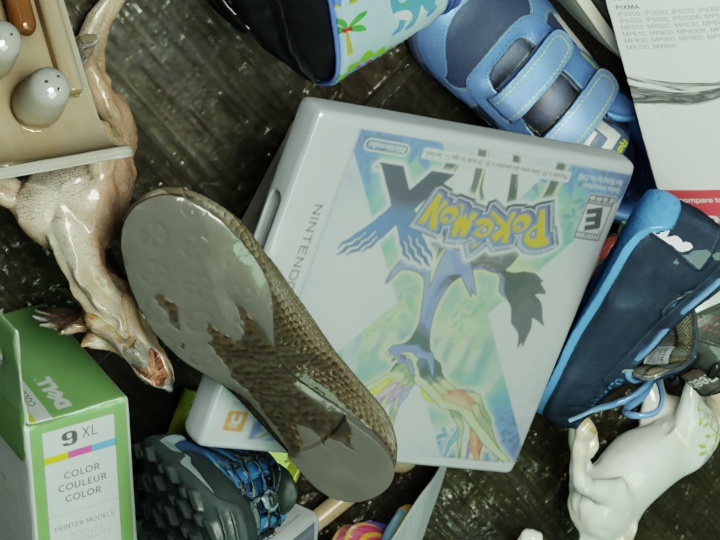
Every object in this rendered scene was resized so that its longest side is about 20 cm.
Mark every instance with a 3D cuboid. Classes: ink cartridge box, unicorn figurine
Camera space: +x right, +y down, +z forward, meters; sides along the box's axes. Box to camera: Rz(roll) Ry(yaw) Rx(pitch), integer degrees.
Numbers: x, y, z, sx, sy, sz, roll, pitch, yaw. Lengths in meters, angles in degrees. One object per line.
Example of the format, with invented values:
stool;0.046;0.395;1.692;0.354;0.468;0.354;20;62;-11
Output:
ink cartridge box;-0.161;0.086;1.399;0.059;0.104;0.201;-17;124;-24
unicorn figurine;0.151;0.116;1.635;0.199;0.074;0.138;-29;124;-11
ink cartridge box;0.198;-0.132;1.467;0.147;0.082;0.201;-67;147;-42

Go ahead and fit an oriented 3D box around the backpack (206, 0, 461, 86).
backpack;-0.023;-0.197;1.270;0.147;0.183;0.201;-33;141;-15

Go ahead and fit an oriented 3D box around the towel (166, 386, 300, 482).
towel;-0.094;0.170;1.513;0.086;0.018;0.201;19;94;-26

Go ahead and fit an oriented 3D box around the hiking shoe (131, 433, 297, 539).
hiking shoe;-0.072;0.111;1.397;0.086;0.200;0.075;-10;97;-14

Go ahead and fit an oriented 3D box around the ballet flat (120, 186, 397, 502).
ballet flat;-0.045;0.031;1.311;0.067;0.046;0.200;-28;120;22

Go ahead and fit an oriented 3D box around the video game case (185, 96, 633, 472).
video game case;0.026;0.012;1.381;0.199;0.022;0.183;7;112;-35

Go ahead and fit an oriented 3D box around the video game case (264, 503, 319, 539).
video game case;-0.087;0.249;1.494;0.182;0.023;0.201;-35;139;-48

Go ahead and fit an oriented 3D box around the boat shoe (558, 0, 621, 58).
boat shoe;0.108;-0.186;1.432;0.063;0.073;0.200;-41;126;-1

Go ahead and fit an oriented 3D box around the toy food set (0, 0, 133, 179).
toy food set;-0.193;-0.131;1.220;0.143;0.060;0.201;-12;79;-26

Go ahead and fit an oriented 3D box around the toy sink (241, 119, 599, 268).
toy sink;0.000;0.000;1.446;0.199;0.112;0.131;17;106;-38

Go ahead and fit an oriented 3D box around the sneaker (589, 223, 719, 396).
sneaker;0.173;0.022;1.561;0.199;0.071;0.099;2;85;-21

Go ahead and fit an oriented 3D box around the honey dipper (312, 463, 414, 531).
honey dipper;-0.047;0.157;1.561;0.200;0.038;0.038;-39;131;-11

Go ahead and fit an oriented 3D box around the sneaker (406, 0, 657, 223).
sneaker;0.102;-0.093;1.476;0.074;0.082;0.200;-48;130;4

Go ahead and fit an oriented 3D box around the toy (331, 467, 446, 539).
toy;-0.001;0.178;1.542;0.047;0.200;0.116;19;111;6

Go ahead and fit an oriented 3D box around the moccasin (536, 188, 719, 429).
moccasin;0.145;0.037;1.449;0.200;0.068;0.081;114;1;-62

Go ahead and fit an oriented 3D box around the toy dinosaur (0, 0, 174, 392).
toy dinosaur;-0.134;-0.046;1.339;0.136;0.085;0.201;47;43;-49
